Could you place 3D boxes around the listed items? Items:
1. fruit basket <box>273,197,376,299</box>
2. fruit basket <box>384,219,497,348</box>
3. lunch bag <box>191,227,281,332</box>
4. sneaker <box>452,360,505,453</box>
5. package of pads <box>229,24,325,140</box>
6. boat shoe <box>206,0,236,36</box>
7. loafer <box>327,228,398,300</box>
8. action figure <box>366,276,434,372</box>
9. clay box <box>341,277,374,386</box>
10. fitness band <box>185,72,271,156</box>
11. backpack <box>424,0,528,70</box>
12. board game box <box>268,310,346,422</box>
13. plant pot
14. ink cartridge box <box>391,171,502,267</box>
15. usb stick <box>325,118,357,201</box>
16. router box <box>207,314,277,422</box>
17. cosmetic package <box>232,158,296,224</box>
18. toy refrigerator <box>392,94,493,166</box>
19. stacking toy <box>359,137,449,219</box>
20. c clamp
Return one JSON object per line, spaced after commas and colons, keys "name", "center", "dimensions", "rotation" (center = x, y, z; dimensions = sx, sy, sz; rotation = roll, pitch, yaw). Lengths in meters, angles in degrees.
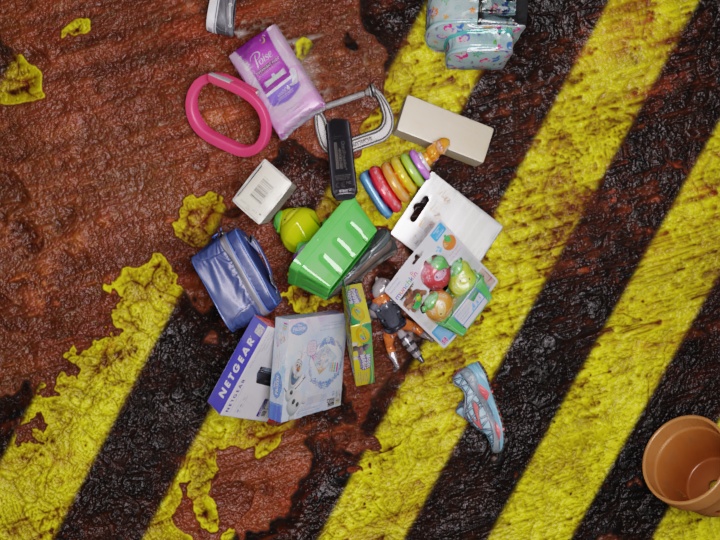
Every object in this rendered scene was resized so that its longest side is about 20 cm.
{"name": "fruit basket", "center": [-0.093, -0.071, 1.417], "dimensions": [0.208, 0.156, 0.223], "rotation": [2, 74, -8]}
{"name": "fruit basket", "center": [0.171, 0.032, 1.420], "dimensions": [0.186, 0.093, 0.200], "rotation": [-49, 119, -5]}
{"name": "lunch bag", "center": [-0.248, 0.007, 1.432], "dimensions": [0.130, 0.136, 0.204], "rotation": [-29, 95, -1]}
{"name": "sneaker", "center": [0.257, 0.307, 1.532], "dimensions": [0.093, 0.079, 0.206], "rotation": [-19, 88, 8]}
{"name": "package of pads", "center": [-0.166, -0.384, 1.424], "dimensions": [0.119, 0.076, 0.203], "rotation": [-33, 90, 3]}
{"name": "boat shoe", "center": [-0.263, -0.583, 1.411], "dimensions": [0.066, 0.072, 0.206], "rotation": [11, 97, -3]}
{"name": "loafer", "center": [0.000, 0.000, 1.483], "dimensions": [0.199, 0.072, 0.063], "rotation": [-42, 117, -2]}
{"name": "action figure", "center": [0.094, 0.091, 1.481], "dimensions": [0.197, 0.105, 0.196], "rotation": [-33, 106, 3]}
{"name": "clay box", "center": [-0.005, 0.122, 1.417], "dimensions": [0.046, 0.116, 0.204], "rotation": [-8, 131, -6]}
{"name": "fitness band", "center": [-0.268, -0.317, 1.414], "dimensions": [0.196, 0.038, 0.146], "rotation": [26, 124, 10]}
{"name": "backpack", "center": [0.224, -0.490, 1.401], "dimensions": [0.193, 0.178, 0.156], "rotation": [8, 90, 0]}
{"name": "board game box", "center": [-0.105, 0.191, 1.437], "dimensions": [0.042, 0.198, 0.206], "rotation": [9, 96, 34]}
{"name": "plant pot", "center": [0.741, 0.441, 1.520], "dimensions": [0.139, 0.200, 0.202], "rotation": [36, 92, -23]}
{"name": "ink cartridge box", "center": [0.185, -0.087, 1.498], "dimensions": [0.198, 0.057, 0.164], "rotation": [36, 92, -2]}
{"name": "usb stick", "center": [-0.039, -0.226, 1.401], "dimensions": [0.054, 0.033, 0.205], "rotation": [-5, 56, -2]}
{"name": "router box", "center": [-0.199, 0.208, 1.438], "dimensions": [0.048, 0.178, 0.204], "rotation": [31, 93, 34]}
{"name": "cosmetic package", "center": [-0.187, -0.155, 1.389], "dimensions": [0.071, 0.200, 0.106], "rotation": [39, 91, -5]}
{"name": "toy refrigerator", "center": [0.172, -0.292, 1.469], "dimensions": [0.195, 0.070, 0.078], "rotation": [19, 89, -7]}
{"name": "stacking toy", "center": [0.103, -0.206, 1.430], "dimensions": [0.198, 0.116, 0.111], "rotation": [-34, 96, 12]}
{"name": "c clamp", "center": [-0.029, -0.335, 1.471], "dimensions": [0.194, 0.027, 0.176], "rotation": [-13, 96, -2]}
